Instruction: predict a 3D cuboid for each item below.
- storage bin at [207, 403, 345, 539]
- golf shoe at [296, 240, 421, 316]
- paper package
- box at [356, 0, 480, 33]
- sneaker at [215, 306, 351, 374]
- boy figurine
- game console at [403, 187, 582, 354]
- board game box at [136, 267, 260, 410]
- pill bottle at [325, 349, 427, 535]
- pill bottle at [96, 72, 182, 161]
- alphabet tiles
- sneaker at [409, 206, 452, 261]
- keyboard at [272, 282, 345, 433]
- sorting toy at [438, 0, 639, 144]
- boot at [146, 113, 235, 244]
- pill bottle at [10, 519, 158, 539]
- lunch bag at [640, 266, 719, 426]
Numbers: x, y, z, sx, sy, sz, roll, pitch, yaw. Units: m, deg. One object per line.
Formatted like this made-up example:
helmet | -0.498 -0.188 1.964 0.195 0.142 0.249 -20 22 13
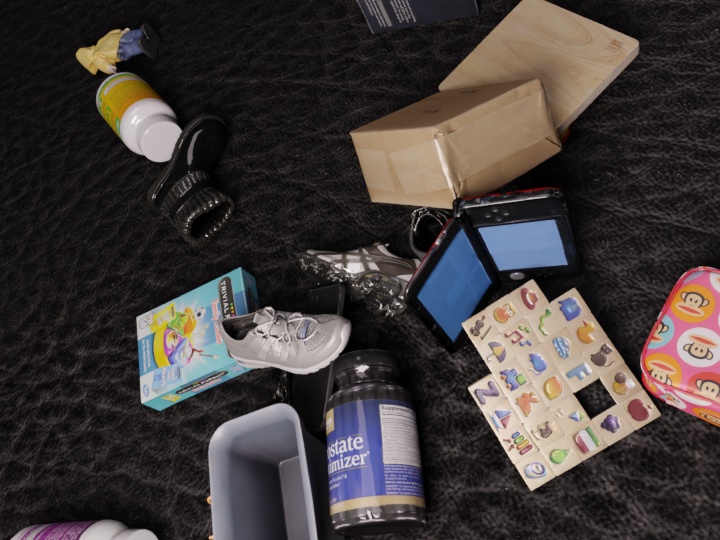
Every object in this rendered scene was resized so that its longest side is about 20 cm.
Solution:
storage bin | -0.095 0.285 0.768 0.145 0.134 0.201 -22 56 14
golf shoe | 0.000 0.000 0.920 0.199 0.078 0.095 19 52 34
paper package | 0.117 -0.163 0.827 0.190 0.104 0.200 -29 21 -25
box | 0.107 -0.536 1.110 0.199 0.117 0.198 -1 64 24
sneaker | -0.105 0.085 0.834 0.199 0.082 0.075 -11 46 29
boy figurine | -0.545 -0.480 1.429 0.199 0.064 0.125 -11 61 22
game console | 0.162 0.011 0.746 0.171 0.200 0.119 -5 63 23
board game box | -0.246 0.104 0.989 0.199 0.047 0.152 -25 57 12
pill bottle | 0.014 0.203 0.772 0.111 0.112 0.201 -16 59 18
pill bottle | -0.420 -0.291 1.239 0.111 0.111 0.200 -45 54 -2
alphabet tiles | 0.210 0.120 0.738 0.167 0.008 0.201 -33 77 7
sneaker | 0.110 -0.080 0.881 0.070 0.099 0.201 -11 59 23
keyboard | -0.071 0.121 0.885 0.127 0.021 0.201 -12 62 46
sorting toy | 0.254 -0.272 0.929 0.199 0.070 0.200 -45 55 -2
boot | -0.267 -0.159 1.114 0.158 0.079 0.212 31 91 41
pill bottle | -0.370 0.393 0.858 0.199 0.112 0.113 -12 60 21
lunch bag | 0.410 0.080 0.662 0.199 0.082 0.177 25 77 34
